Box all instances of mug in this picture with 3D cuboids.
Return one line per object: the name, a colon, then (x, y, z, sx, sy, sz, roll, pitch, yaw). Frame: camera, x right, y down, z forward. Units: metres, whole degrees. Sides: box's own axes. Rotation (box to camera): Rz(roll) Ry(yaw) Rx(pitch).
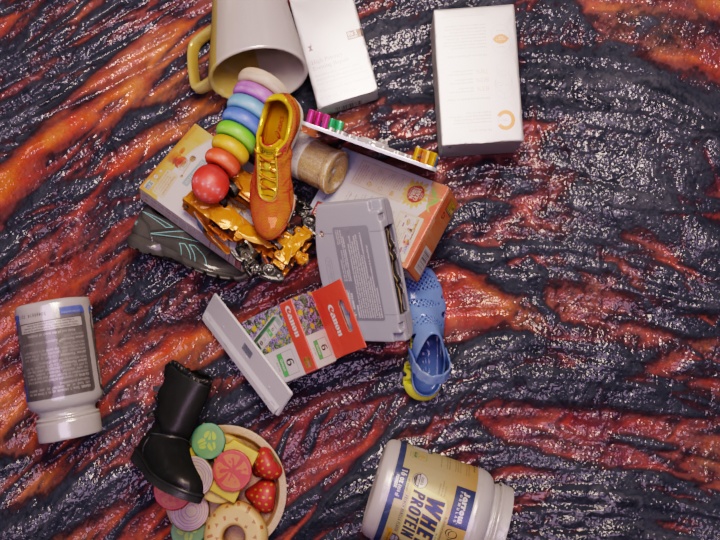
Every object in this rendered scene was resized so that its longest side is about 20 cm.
mug: (-0.178, -0.354, 1.423, 0.182, 0.150, 0.156, -8, 71, -3)

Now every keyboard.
keyboard: (-0.172, 0.125, 1.427, 0.201, 0.011, 0.057, 50, 124, 18)

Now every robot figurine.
robot figurine: (-0.153, -0.069, 1.381, 0.199, 0.058, 0.145, 39, 65, 5)

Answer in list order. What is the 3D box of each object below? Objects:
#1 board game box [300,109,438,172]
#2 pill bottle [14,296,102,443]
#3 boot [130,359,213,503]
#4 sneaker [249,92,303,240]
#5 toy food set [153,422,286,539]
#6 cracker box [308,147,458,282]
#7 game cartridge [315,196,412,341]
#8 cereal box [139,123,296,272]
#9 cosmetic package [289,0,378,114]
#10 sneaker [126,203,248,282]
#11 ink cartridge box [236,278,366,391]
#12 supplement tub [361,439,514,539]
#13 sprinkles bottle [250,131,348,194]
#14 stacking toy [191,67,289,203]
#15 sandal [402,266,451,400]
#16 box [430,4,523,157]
board game box: (0.021, -0.187, 1.379, 0.196, 0.200, 0.026, 20, 98, 2)
pill bottle: (-0.447, 0.148, 1.421, 0.111, 0.114, 0.205, -9, 86, 1)
boot: (-0.258, 0.228, 1.379, 0.073, 0.197, 0.165, 27, 85, -35)
sneaker: (-0.126, -0.144, 1.313, 0.071, 0.077, 0.205, 6, 95, 16)
toy food set: (-0.210, 0.335, 1.437, 0.195, 0.049, 0.203, 26, 89, 3)
cracker box: (0.027, -0.085, 1.398, 0.198, 0.058, 0.136, 24, 79, 29)
game cartridge: (0.000, 0.000, 1.344, 0.131, 0.040, 0.204, -2, 105, 35)
cereal box: (-0.214, -0.111, 1.439, 0.198, 0.040, 0.145, 34, 63, 3)
cosmetic package: (-0.044, -0.351, 1.455, 0.100, 0.074, 0.204, -16, 88, 0)
sneaker: (-0.256, -0.041, 1.445, 0.196, 0.075, 0.081, 20, 86, 2)
ink cartridge box: (-0.090, 0.097, 1.389, 0.198, 0.050, 0.111, -26, 85, 41)
supplement tub: (0.112, 0.343, 1.379, 0.196, 0.144, 0.147, 18, 88, 3)
sprinkles bottle: (-0.113, -0.182, 1.418, 0.198, 0.068, 0.069, 27, 88, 25)
stacking toy: (-0.176, -0.184, 1.351, 0.084, 0.086, 0.203, 24, 72, 3)
sandal: (0.101, 0.093, 1.416, 0.078, 0.087, 0.205, -7, 88, -12)
box: (0.173, -0.282, 1.432, 0.121, 0.097, 0.205, -3, 86, 1)
